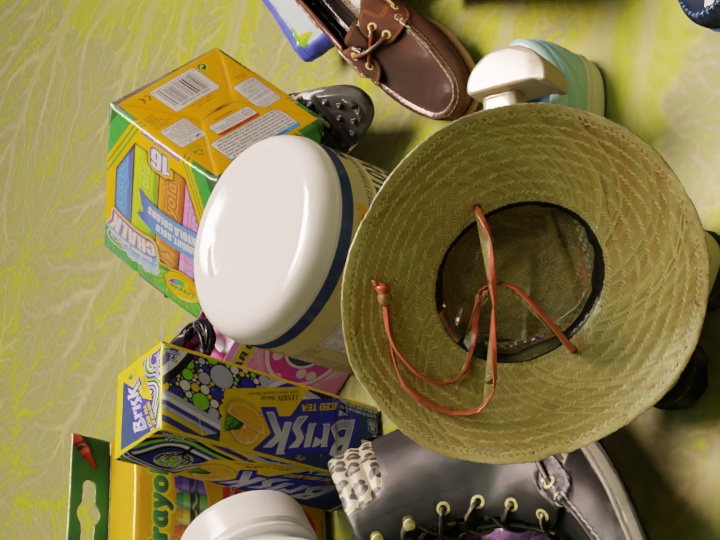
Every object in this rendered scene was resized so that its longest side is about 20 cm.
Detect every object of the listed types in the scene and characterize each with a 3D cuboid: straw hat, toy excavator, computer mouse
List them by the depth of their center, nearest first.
[{"bbox_3d":[0.087,0.003,0.808,0.085,0.200,0.202,-66,1,-82],"label":"straw hat"},{"bbox_3d":[0.130,-0.031,0.897,0.199,0.100,0.195,19,89,35],"label":"toy excavator"},{"bbox_3d":[-0.108,0.009,1.105,0.200,0.034,0.059,-55,40,21],"label":"computer mouse"}]

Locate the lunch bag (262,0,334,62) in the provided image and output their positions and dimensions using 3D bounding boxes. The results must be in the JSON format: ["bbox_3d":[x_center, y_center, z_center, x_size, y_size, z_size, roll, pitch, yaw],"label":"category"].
[{"bbox_3d":[-0.017,-0.305,1.263,0.170,0.127,0.201,-32,65,38],"label":"lunch bag"}]

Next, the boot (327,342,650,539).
[{"bbox_3d":[0.078,0.147,0.862,0.153,0.074,0.204,-28,44,-1],"label":"boot"}]

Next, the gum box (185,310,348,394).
[{"bbox_3d":[-0.060,0.045,1.153,0.200,0.113,0.066,-60,37,15],"label":"gum box"}]

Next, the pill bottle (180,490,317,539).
[{"bbox_3d":[-0.049,0.249,0.952,0.114,0.114,0.200,-53,42,23],"label":"pill bottle"}]

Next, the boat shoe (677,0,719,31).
[{"bbox_3d":[0.207,-0.244,0.971,0.084,0.068,0.201,-41,45,35],"label":"boat shoe"}]

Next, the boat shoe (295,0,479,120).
[{"bbox_3d":[0.010,-0.186,1.151,0.200,0.070,0.071,45,121,26],"label":"boat shoe"}]

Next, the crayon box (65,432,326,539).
[{"bbox_3d":[-0.119,0.189,1.086,0.051,0.199,0.127,-37,47,45],"label":"crayon box"}]

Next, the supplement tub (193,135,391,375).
[{"bbox_3d":[0.000,0.000,1.018,0.144,0.200,0.145,-23,59,44],"label":"supplement tub"}]

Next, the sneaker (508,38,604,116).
[{"bbox_3d":[0.122,-0.068,0.991,0.074,0.082,0.201,-31,51,43],"label":"sneaker"}]

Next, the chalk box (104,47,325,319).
[{"bbox_3d":[-0.124,-0.053,1.191,0.124,0.125,0.200,35,139,24],"label":"chalk box"}]

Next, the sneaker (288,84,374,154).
[{"bbox_3d":[-0.047,-0.124,1.237,0.200,0.066,0.091,-26,20,50],"label":"sneaker"}]

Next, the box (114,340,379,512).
[{"bbox_3d":[-0.079,0.119,1.068,0.064,0.199,0.070,-34,48,41],"label":"box"}]

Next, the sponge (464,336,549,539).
[{"bbox_3d":[0.112,0.151,0.947,0.112,0.030,0.201,-45,42,32],"label":"sponge"}]

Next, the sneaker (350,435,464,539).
[{"bbox_3d":[0.035,0.168,0.951,0.200,0.074,0.107,-174,84,-70],"label":"sneaker"}]
